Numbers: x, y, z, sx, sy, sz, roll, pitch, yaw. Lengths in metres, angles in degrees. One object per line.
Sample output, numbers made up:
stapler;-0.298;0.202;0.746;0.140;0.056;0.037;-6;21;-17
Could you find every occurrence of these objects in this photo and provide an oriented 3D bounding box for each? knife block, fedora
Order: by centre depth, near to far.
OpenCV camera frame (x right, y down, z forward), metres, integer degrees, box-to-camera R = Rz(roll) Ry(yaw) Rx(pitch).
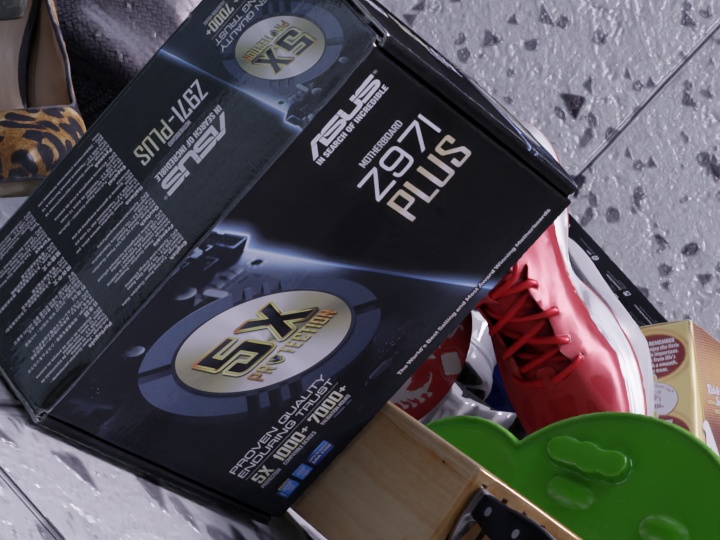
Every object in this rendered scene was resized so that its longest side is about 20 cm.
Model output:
knife block;0.031;0.105;0.986;0.200;0.064;0.176;35;-3;13
fedora;-0.148;-0.120;1.236;0.200;0.200;0.092;41;42;-18

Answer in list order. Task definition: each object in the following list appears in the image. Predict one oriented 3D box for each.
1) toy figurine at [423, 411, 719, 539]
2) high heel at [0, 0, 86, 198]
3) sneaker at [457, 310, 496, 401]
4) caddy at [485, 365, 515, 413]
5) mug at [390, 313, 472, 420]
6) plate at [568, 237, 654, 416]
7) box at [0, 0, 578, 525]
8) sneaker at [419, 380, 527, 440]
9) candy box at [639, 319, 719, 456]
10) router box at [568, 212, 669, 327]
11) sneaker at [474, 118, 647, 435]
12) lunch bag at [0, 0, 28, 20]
toy figurine;0.119;0.169;1.194;0.199;0.151;0.184;20;-20;32
high heel;-0.159;-0.108;1.058;0.071;0.144;0.200;-2;10;-12
sneaker;0.000;0.000;1.367;0.199;0.080;0.074;34;-36;4
caddy;0.040;0.017;1.526;0.200;0.105;0.141;41;-14;12
mug;-0.046;-0.016;1.201;0.200;0.133;0.178;39;10;-49
plate;0.140;0.095;1.389;0.032;0.201;0.200;-2;15;-4
box;-0.036;-0.013;0.966;0.086;0.200;0.164;49;10;37
sneaker;0.040;0.092;1.307;0.199;0.067;0.091;31;-24;22
candy box;0.204;0.143;1.463;0.115;0.055;0.201;32;54;-57
router box;0.137;0.057;1.636;0.200;0.062;0.151;-128;-148;-47
sneaker;0.070;0.020;1.198;0.115;0.078;0.201;-2;68;-58
lunch bag;-0.235;-0.176;0.994;0.200;0.167;0.140;-120;-157;-57
